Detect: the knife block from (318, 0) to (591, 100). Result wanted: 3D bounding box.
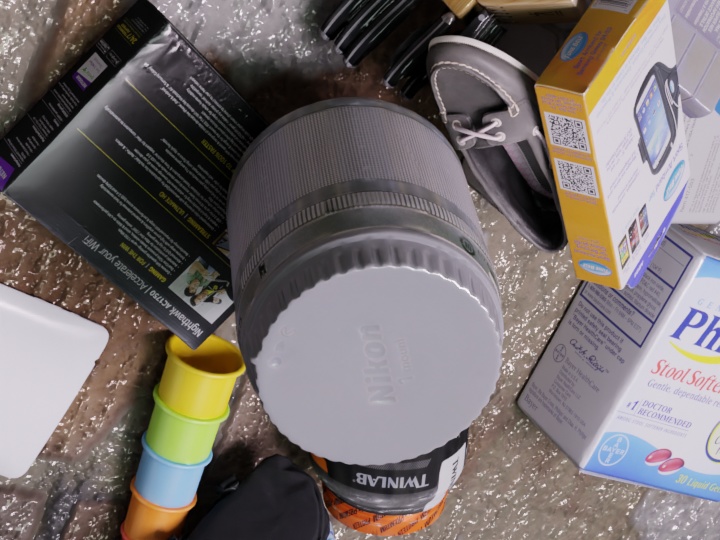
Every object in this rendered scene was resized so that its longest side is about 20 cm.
[{"bbox_3d":[0.063,-0.215,1.069,0.064,0.174,0.202,12,80,-74],"label":"knife block"}]

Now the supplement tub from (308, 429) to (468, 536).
[{"bbox_3d":[0.022,0.087,1.196,0.122,0.123,0.201,-12,122,-24],"label":"supplement tub"}]

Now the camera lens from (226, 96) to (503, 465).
[{"bbox_3d":[0.000,0.000,0.999,0.159,0.201,0.161,-4,124,-6],"label":"camera lens"}]

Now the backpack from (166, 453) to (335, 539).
[{"bbox_3d":[-0.074,0.265,1.232,0.163,0.153,0.200,-45,163,-31],"label":"backpack"}]

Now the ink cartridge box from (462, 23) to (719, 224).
[{"bbox_3d":[0.189,-0.116,1.197,0.199,0.086,0.147,0,117,-28],"label":"ink cartridge box"}]

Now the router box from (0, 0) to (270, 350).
[{"bbox_3d":[-0.125,-0.059,1.068,0.149,0.051,0.200,-45,131,1],"label":"router box"}]

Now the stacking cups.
[{"bbox_3d":[-0.137,0.142,1.185,0.060,0.061,0.201,2,121,-31],"label":"stacking cups"}]

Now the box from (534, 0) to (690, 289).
[{"bbox_3d":[0.172,-0.083,1.072,0.119,0.041,0.201,-54,145,-31],"label":"box"}]

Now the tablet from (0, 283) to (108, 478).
[{"bbox_3d":[-0.277,0.060,1.077,0.199,0.014,0.131,26,102,-38],"label":"tablet"}]

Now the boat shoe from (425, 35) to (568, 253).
[{"bbox_3d":[0.099,-0.078,1.050,0.200,0.066,0.057,43,55,-49],"label":"boat shoe"}]

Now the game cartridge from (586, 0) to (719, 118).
[{"bbox_3d":[0.238,-0.221,1.133,0.129,0.038,0.201,38,72,-23],"label":"game cartridge"}]

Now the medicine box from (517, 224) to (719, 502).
[{"bbox_3d":[0.262,0.071,1.339,0.181,0.103,0.201,16,109,-36],"label":"medicine box"}]
